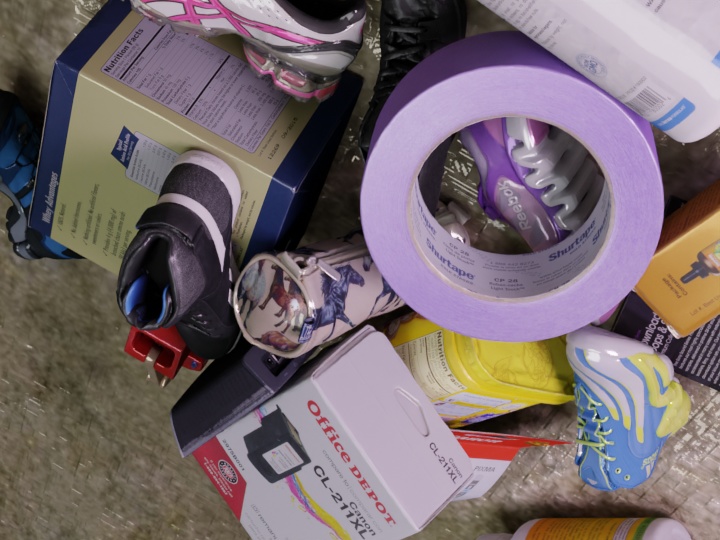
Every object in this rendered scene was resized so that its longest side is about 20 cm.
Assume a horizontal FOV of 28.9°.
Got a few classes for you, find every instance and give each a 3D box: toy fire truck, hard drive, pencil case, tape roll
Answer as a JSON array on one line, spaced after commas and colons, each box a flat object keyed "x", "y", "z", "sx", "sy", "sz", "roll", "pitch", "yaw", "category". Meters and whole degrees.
[{"x": -0.155, "y": 0.053, "z": 1.230, "sx": 0.048, "sy": 0.142, "sz": 0.201, "roll": 27, "pitch": 150, "yaw": 3, "category": "toy fire truck"}, {"x": -0.070, "y": 0.062, "z": 1.133, "sx": 0.042, "sy": 0.200, "sz": 0.134, "roll": 49, "pitch": 127, "yaw": -5, "category": "hard drive"}, {"x": 0.000, "y": 0.000, "z": 1.069, "sx": 0.078, "sy": 0.199, "sz": 0.089, "roll": 58, "pitch": 137, "yaw": 10, "category": "pencil case"}, {"x": 0.100, "y": -0.054, "z": 0.936, "sx": 0.197, "sy": 0.066, "sz": 0.202, "roll": 3, "pitch": 120, "yaw": 5, "category": "tape roll"}]

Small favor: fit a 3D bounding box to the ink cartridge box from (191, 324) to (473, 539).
[{"x": -0.027, "y": 0.152, "z": 1.123, "sx": 0.146, "sy": 0.083, "sz": 0.200, "roll": 54, "pitch": 139, "yaw": -1, "category": "ink cartridge box"}]

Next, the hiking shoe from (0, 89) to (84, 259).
[{"x": -0.283, "y": -0.085, "z": 1.252, "sx": 0.085, "sy": 0.075, "sz": 0.201, "roll": 8, "pitch": 145, "yaw": 13, "category": "hiking shoe"}]

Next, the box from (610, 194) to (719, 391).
[{"x": 0.298, "y": 0.038, "z": 1.046, "sx": 0.198, "sy": 0.036, "sz": 0.144, "roll": 22, "pitch": 137, "yaw": 8, "category": "box"}]

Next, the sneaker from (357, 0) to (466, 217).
[{"x": 0.035, "y": -0.119, "z": 0.993, "sx": 0.059, "sy": 0.105, "sz": 0.201, "roll": 11, "pitch": 135, "yaw": 21, "category": "sneaker"}]

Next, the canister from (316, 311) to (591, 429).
[{"x": 0.072, "y": 0.080, "z": 1.151, "sx": 0.147, "sy": 0.088, "sz": 0.199, "roll": 12, "pitch": 156, "yaw": -39, "category": "canister"}]

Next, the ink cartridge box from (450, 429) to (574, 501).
[{"x": 0.065, "y": 0.175, "z": 1.229, "sx": 0.159, "sy": 0.048, "sz": 0.199, "roll": 10, "pitch": 163, "yaw": -37, "category": "ink cartridge box"}]

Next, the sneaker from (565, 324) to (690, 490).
[{"x": 0.198, "y": 0.114, "z": 1.072, "sx": 0.075, "sy": 0.106, "sz": 0.200, "roll": 17, "pitch": 169, "yaw": 37, "category": "sneaker"}]

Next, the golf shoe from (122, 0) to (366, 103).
[{"x": -0.088, "y": -0.202, "z": 0.975, "sx": 0.198, "sy": 0.073, "sz": 0.092, "roll": 26, "pitch": 134, "yaw": -10, "category": "golf shoe"}]

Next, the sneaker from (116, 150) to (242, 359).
[{"x": -0.136, "y": 0.019, "z": 1.020, "sx": 0.072, "sy": 0.112, "sz": 0.201, "roll": 17, "pitch": 138, "yaw": 14, "category": "sneaker"}]

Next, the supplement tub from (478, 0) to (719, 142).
[{"x": 0.156, "y": -0.183, "z": 0.839, "sx": 0.199, "sy": 0.133, "sz": 0.132, "roll": 35, "pitch": 139, "yaw": -5, "category": "supplement tub"}]

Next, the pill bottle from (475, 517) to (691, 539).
[{"x": 0.200, "y": 0.285, "z": 1.290, "sx": 0.198, "sy": 0.112, "sz": 0.112, "roll": -7, "pitch": 127, "yaw": 36, "category": "pill bottle"}]

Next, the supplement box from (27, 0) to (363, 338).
[{"x": -0.134, "y": -0.089, "z": 1.099, "sx": 0.198, "sy": 0.135, "sz": 0.201, "roll": 28, "pitch": 139, "yaw": 2, "category": "supplement box"}]

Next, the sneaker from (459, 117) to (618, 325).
[{"x": 0.133, "y": -0.049, "z": 1.032, "sx": 0.088, "sy": 0.081, "sz": 0.202, "roll": -5, "pitch": 122, "yaw": 40, "category": "sneaker"}]

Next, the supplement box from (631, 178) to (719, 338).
[{"x": 0.271, "y": -0.038, "z": 0.933, "sx": 0.067, "sy": 0.069, "sz": 0.200, "roll": 45, "pitch": 125, "yaw": -8, "category": "supplement box"}]
